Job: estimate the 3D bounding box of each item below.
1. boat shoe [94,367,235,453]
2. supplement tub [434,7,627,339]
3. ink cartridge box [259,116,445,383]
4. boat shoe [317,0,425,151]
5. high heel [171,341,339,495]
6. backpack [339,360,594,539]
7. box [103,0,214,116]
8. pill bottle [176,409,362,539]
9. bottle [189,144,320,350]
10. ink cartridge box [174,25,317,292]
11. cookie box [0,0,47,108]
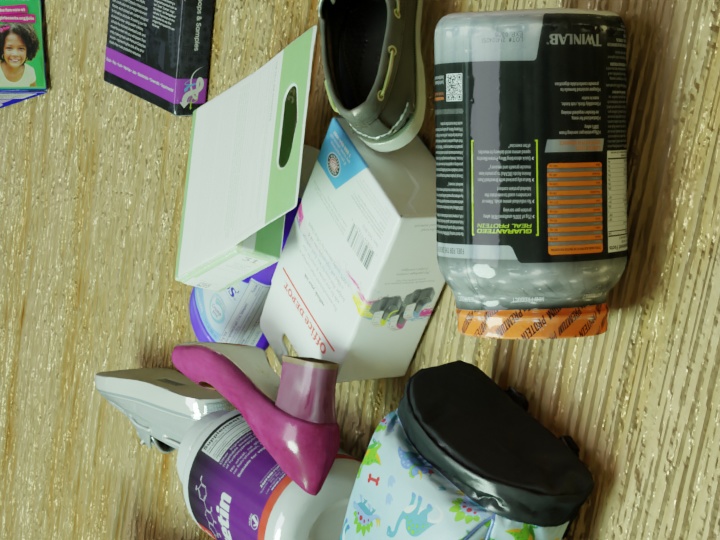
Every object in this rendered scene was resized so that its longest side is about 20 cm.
[{"bbox_3d":[-0.172,0.127,1.835,0.199,0.072,0.069,9,101,48],"label":"boat shoe"},{"bbox_3d":[0.107,-0.061,1.307,0.122,0.122,0.202,6,97,58],"label":"supplement tub"},{"bbox_3d":[0.000,0.000,1.535,0.115,0.067,0.201,57,138,39],"label":"ink cartridge box"},{"bbox_3d":[0.004,-0.187,1.482,0.072,0.060,0.203,-17,65,25],"label":"boat shoe"},{"bbox_3d":[-0.087,0.106,1.558,0.199,0.067,0.097,7,91,56],"label":"high heel"},{"bbox_3d":[0.056,0.191,1.412,0.163,0.153,0.201,44,138,43],"label":"backpack"},{"bbox_3d":[-0.173,-0.249,1.822,0.143,0.036,0.202,29,118,53],"label":"box"},{"bbox_3d":[-0.065,0.175,1.615,0.200,0.112,0.113,24,113,55],"label":"pill bottle"},{"bbox_3d":[-0.076,-0.015,1.659,0.200,0.065,0.084,-60,40,42],"label":"bottle"},{"bbox_3d":[-0.071,-0.079,1.548,0.200,0.048,0.147,-25,55,54],"label":"ink cartridge box"},{"bbox_3d":[-0.390,-0.270,2.129,0.171,0.075,0.202,-6,88,58],"label":"cookie box"}]
